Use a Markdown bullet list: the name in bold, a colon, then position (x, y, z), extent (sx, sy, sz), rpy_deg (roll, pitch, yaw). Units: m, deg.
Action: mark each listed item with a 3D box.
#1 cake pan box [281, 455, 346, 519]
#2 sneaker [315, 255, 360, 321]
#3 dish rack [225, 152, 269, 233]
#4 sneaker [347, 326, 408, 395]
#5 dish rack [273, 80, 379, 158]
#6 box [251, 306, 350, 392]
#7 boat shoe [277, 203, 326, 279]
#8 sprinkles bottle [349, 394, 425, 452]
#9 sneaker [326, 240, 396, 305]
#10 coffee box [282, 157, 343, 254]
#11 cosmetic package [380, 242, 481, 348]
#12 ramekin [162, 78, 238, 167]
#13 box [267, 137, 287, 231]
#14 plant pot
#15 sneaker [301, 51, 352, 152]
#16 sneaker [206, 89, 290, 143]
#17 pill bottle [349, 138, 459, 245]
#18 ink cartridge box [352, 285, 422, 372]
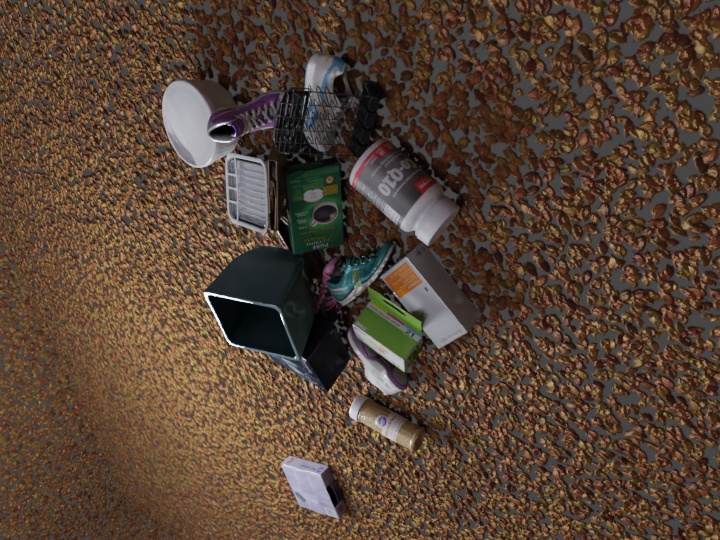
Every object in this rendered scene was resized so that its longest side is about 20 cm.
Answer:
- **cake pan box**: position (-0.150, 0.703, 2.034), extent (0.199, 0.052, 0.185), rpy_deg (-3, 118, 42)
- **sneaker**: position (-0.049, 0.061, 1.500), extent (0.095, 0.079, 0.201), rpy_deg (23, 133, 11)
- **dish rack**: position (-0.253, -0.185, 1.474), extent (0.200, 0.043, 0.173), rpy_deg (21, 115, 50)
- **sneaker**: position (0.026, 0.228, 1.539), extent (0.200, 0.075, 0.100), rpy_deg (51, 136, 0)
- **dish rack**: position (-0.066, -0.284, 1.187), extent (0.055, 0.199, 0.154), rpy_deg (-110, 27, -43)
- **box**: position (-0.151, 0.181, 1.580), extent (0.199, 0.118, 0.197), rpy_deg (24, 156, 27)
- **boat shoe**: position (-0.147, -0.061, 1.502), extent (0.072, 0.059, 0.201), rpy_deg (-15, 107, 44)
- **sprinkles bottle**: position (0.069, 0.393, 1.621), extent (0.199, 0.068, 0.069), rpy_deg (23, 131, 27)
- **sneaker**: position (0.000, 0.000, 1.375), extent (0.080, 0.078, 0.200), rpy_deg (46, 119, -3)
- **coffee box**: position (-0.101, -0.138, 1.367), extent (0.044, 0.122, 0.201), rpy_deg (-123, 24, -53)
- **cosmetic package**: position (0.147, 0.053, 1.319), extent (0.200, 0.071, 0.101), rpy_deg (50, 137, 1)
- **ramekin**: position (-0.363, -0.347, 1.454), extent (0.202, 0.094, 0.203), rpy_deg (21, 124, 35)
- **box**: position (-0.176, -0.207, 1.343), extent (0.021, 0.200, 0.164), rpy_deg (3, 125, -2)
- **plant pot**: position (-0.204, 0.055, 1.448), extent (0.195, 0.201, 0.197), rpy_deg (10, 140, 21)
- **sneaker**: position (-0.064, -0.323, 1.242), extent (0.080, 0.076, 0.201), rpy_deg (24, 133, 24)
- **sneaker**: position (-0.223, -0.311, 1.303), extent (0.199, 0.114, 0.073), rpy_deg (-18, 119, 6)
- **pill bottle**: position (0.086, -0.149, 1.202), extent (0.200, 0.114, 0.114), rpy_deg (41, 137, 10)
- **ink cartridge box**: position (0.058, 0.131, 1.382), extent (0.147, 0.076, 0.200), rpy_deg (34, 165, 18)
